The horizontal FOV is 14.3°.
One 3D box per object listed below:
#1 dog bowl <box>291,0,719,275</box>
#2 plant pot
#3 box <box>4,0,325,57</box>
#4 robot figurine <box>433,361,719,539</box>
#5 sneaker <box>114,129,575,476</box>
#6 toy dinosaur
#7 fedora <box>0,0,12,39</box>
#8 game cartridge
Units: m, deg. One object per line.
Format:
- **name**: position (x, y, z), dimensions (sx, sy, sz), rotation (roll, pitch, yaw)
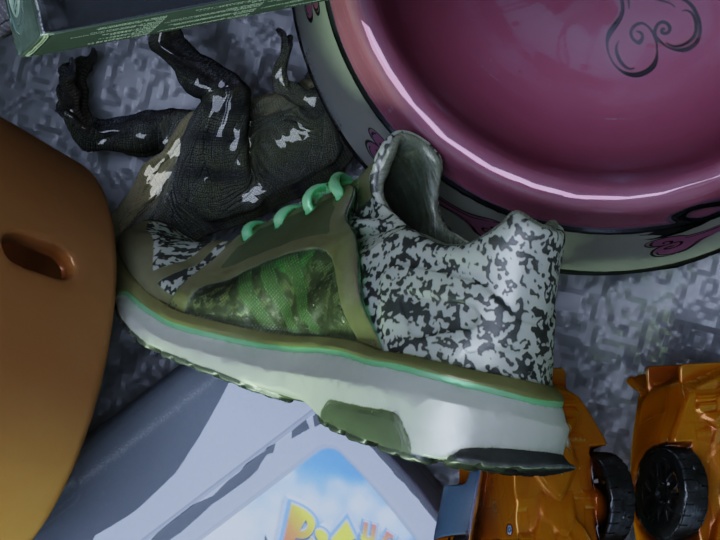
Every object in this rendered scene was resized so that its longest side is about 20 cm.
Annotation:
- **dog bowl**: position (0.076, -0.099, 0.887), dimensions (0.200, 0.074, 0.201), rotation (0, 89, 1)
- **plant pot**: position (-0.168, 0.016, 0.905), dimensions (0.140, 0.200, 0.200), rotation (16, 95, -27)
- **box**: position (-0.014, -0.157, 0.805), dimensions (0.200, 0.044, 0.161), rotation (-13, 89, -15)
- **robot figurine**: position (0.082, 0.129, 0.892), dimensions (0.145, 0.058, 0.200), rotation (0, 86, -28)
- **sneaker**: position (0.000, 0.000, 0.869), dimensions (0.200, 0.077, 0.089), rotation (20, 94, 47)
- **toy dinosaur**: position (-0.057, -0.045, 0.954), dimensions (0.200, 0.047, 0.088), rotation (-33, 90, 15)
- **fedora**: position (-0.090, -0.142, 0.899), dimensions (0.090, 0.177, 0.200), rotation (45, 95, -2)
- **game cartridge**: position (-0.018, 0.123, 0.951), dimensions (0.133, 0.040, 0.200), rotation (-38, 83, 7)
